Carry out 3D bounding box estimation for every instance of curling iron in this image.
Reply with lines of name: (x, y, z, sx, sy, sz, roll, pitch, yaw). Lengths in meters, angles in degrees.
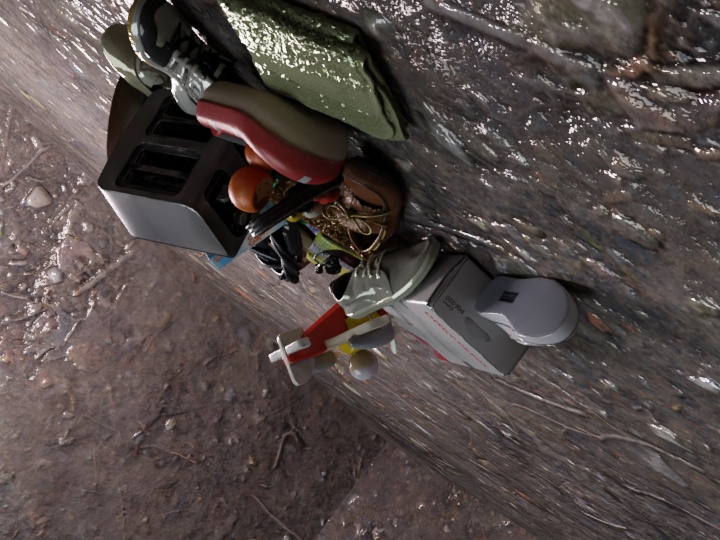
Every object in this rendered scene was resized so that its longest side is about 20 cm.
curling iron: (0.000, 0.000, 1.408, 0.049, 0.026, 0.200, -16, 162, 29)

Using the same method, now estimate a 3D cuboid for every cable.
cable: (-0.066, -0.073, 1.188, 0.050, 0.097, 0.200, 61, -163, -11)
cable: (-0.155, -0.055, 1.548, 0.163, 0.051, 0.200, 27, 153, 27)

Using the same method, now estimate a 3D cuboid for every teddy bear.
teddy bear: (-0.024, -0.071, 1.359, 0.200, 0.067, 0.145, 32, 178, 0)

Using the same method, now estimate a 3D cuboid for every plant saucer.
plant saucer: (-0.309, -0.200, 1.448, 0.036, 0.201, 0.200, 10, 165, 5)

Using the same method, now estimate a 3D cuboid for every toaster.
toaster: (-0.220, -0.129, 1.314, 0.199, 0.181, 0.119, 12, 151, 26)

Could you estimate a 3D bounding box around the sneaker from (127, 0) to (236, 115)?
sneaker: (-0.191, -0.248, 1.180, 0.087, 0.076, 0.200, 15, 162, 26)

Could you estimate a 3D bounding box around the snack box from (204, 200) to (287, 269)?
snack box: (-0.198, -0.109, 1.425, 0.200, 0.116, 0.037, 55, 180, 31)

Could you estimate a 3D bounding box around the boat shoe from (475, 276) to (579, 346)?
boat shoe: (0.196, 0.050, 1.122, 0.065, 0.074, 0.200, 37, 180, -17)

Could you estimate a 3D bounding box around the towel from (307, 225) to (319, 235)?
towel: (-0.105, -0.111, 1.521, 0.200, 0.024, 0.145, 40, 168, -5)

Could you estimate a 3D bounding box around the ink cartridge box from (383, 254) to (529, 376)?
ink cartridge box: (0.118, 0.052, 1.310, 0.146, 0.085, 0.200, 42, 170, -16)

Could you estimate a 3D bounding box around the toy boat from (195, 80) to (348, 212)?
toy boat: (-0.106, -0.127, 1.123, 0.130, 0.131, 0.200, 14, -174, -38)

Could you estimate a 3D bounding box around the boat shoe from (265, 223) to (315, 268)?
boat shoe: (-0.143, -0.072, 1.629, 0.200, 0.072, 0.072, 42, -170, -35)

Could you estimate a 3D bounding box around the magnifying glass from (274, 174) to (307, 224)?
magnifying glass: (-0.123, -0.138, 1.433, 0.079, 0.022, 0.200, 19, 154, 44)

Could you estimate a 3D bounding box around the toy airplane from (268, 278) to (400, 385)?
toy airplane: (-0.031, 0.107, 1.480, 0.141, 0.199, 0.200, 52, -172, -8)

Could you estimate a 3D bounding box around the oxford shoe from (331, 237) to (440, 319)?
oxford shoe: (0.027, 0.006, 1.291, 0.058, 0.075, 0.200, 40, 142, -16)

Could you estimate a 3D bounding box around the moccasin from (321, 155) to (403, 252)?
moccasin: (0.003, -0.073, 1.193, 0.074, 0.078, 0.201, 37, 169, 8)

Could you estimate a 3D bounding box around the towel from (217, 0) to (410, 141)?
towel: (-0.046, -0.196, 0.972, 0.200, 0.037, 0.148, 31, 166, 33)

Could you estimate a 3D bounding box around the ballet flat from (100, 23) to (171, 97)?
ballet flat: (-0.264, -0.257, 1.361, 0.069, 0.070, 0.200, 30, 171, 35)

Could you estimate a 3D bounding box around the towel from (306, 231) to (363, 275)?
towel: (-0.012, -0.011, 1.556, 0.143, 0.023, 0.200, 26, 169, -2)
